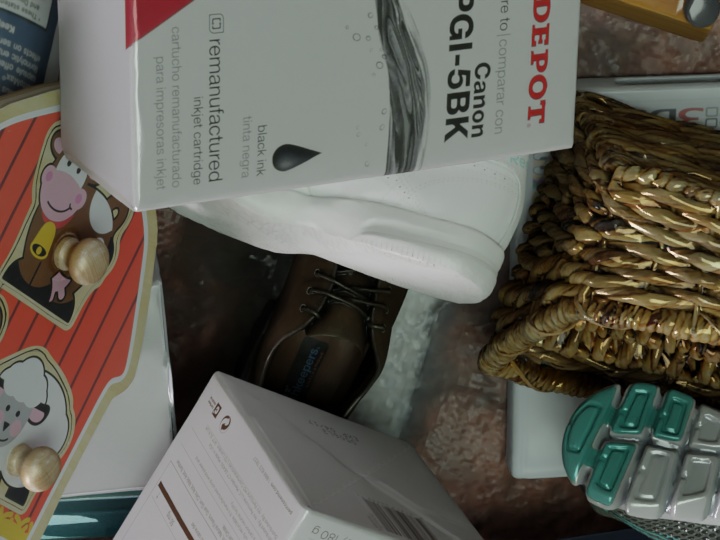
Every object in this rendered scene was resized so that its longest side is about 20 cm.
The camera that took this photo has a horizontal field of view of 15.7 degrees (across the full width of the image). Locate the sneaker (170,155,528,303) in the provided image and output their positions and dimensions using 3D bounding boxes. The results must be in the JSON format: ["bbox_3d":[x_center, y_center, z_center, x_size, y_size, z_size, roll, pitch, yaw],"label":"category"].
[{"bbox_3d":[-0.022,-0.055,1.156,0.200,0.075,0.089,19,75,12],"label":"sneaker"}]

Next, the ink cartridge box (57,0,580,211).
[{"bbox_3d":[-0.014,-0.114,1.041,0.200,0.083,0.147,-10,114,-25],"label":"ink cartridge box"}]

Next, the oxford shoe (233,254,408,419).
[{"bbox_3d":[0.000,0.000,1.207,0.073,0.084,0.200,15,106,-11],"label":"oxford shoe"}]

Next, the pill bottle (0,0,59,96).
[{"bbox_3d":[-0.194,-0.050,1.100,0.119,0.120,0.200,13,79,-12],"label":"pill bottle"}]

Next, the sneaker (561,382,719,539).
[{"bbox_3d":[0.190,0.107,1.211,0.200,0.091,0.078,19,73,7],"label":"sneaker"}]

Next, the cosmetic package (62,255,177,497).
[{"bbox_3d":[-0.185,0.048,1.199,0.200,0.090,0.107,-5,111,-9],"label":"cosmetic package"}]

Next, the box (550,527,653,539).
[{"bbox_3d":[0.127,0.199,1.270,0.200,0.079,0.141,-9,73,-5],"label":"box"}]

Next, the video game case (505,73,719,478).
[{"bbox_3d":[0.162,0.003,1.262,0.182,0.024,0.200,-3,111,-7],"label":"video game case"}]

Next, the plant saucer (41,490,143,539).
[{"bbox_3d":[-0.074,0.109,1.254,0.200,0.070,0.019,-3,69,-7],"label":"plant saucer"}]

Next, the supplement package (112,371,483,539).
[{"bbox_3d":[-0.049,0.171,1.168,0.121,0.120,0.200,22,107,-33],"label":"supplement package"}]

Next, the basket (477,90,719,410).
[{"bbox_3d":[0.172,0.026,1.183,0.200,0.143,0.149,15,107,-12],"label":"basket"}]

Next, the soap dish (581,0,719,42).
[{"bbox_3d":[0.095,-0.197,1.146,0.200,0.081,0.157,16,108,-15],"label":"soap dish"}]

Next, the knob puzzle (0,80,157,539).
[{"bbox_3d":[-0.135,0.013,1.071,0.030,0.220,0.220,19,113,31],"label":"knob puzzle"}]
